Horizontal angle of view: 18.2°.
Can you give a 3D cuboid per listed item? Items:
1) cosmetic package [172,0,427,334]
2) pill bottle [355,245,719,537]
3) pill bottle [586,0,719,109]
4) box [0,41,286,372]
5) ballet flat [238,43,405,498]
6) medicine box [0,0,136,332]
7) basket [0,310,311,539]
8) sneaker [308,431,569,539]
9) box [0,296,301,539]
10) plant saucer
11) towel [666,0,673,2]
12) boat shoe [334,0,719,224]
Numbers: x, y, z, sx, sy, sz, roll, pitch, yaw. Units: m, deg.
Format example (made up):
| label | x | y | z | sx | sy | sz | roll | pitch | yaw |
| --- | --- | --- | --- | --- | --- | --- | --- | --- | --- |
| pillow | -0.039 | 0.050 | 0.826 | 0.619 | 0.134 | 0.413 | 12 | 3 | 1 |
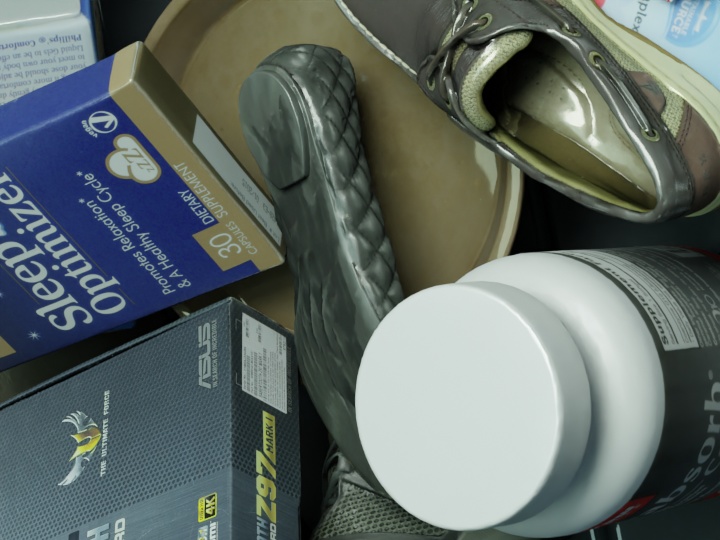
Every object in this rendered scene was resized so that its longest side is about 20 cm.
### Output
| label | x | y | z | sx | sy | sz | roll | pitch | yaw |
| --- | --- | --- | --- | --- | --- | --- | --- | --- | --- |
| cosmetic package | -0.012 | -0.058 | 1.067 | 0.103 | 0.087 | 0.200 | 36 | 110 | 24 |
| pill bottle | 0.091 | 0.049 | 0.932 | 0.116 | 0.200 | 0.116 | 2 | 93 | 35 |
| pill bottle | 0.179 | -0.087 | 0.922 | 0.200 | 0.109 | 0.109 | 27 | 107 | 30 |
| box | -0.147 | -0.017 | 0.989 | 0.199 | 0.121 | 0.032 | -20 | 42 | 24 |
| ballet flat | 0.000 | 0.000 | 0.960 | 0.066 | 0.057 | 0.201 | -6 | 101 | 47 |
| medicine box | -0.173 | -0.095 | 1.073 | 0.200 | 0.103 | 0.183 | 87 | 174 | -46 |
| basket | -0.112 | 0.121 | 1.122 | 0.180 | 0.136 | 0.200 | -34 | 69 | 23 |
| sneaker | -0.008 | 0.123 | 1.019 | 0.114 | 0.199 | 0.076 | 49 | 155 | 23 |
| box | -0.099 | 0.130 | 0.971 | 0.157 | 0.051 | 0.201 | -25 | 51 | 32 |
| plant saucer | -0.016 | -0.049 | 1.000 | 0.199 | 0.029 | 0.201 | 4 | 98 | 26 |
| towel | 0.079 | -0.210 | 0.906 | 0.200 | 0.030 | 0.147 | 28 | 80 | 12 |
| boat shoe | 0.062 | -0.085 | 0.901 | 0.200 | 0.065 | 0.073 | 32 | 119 | 23 |
